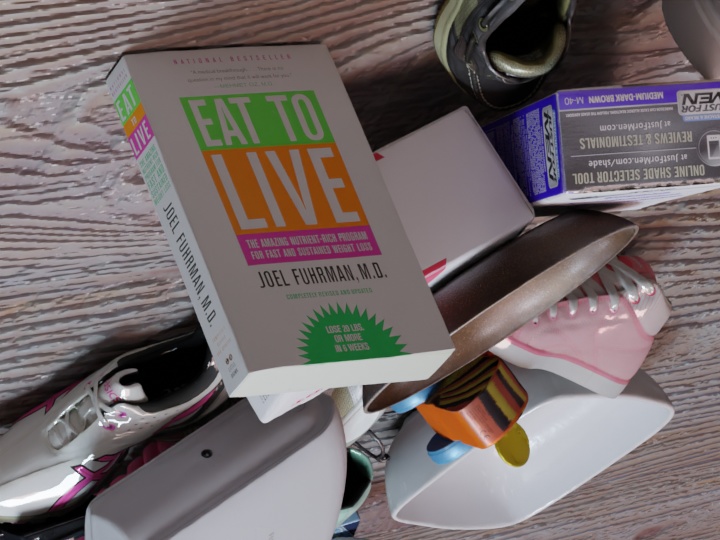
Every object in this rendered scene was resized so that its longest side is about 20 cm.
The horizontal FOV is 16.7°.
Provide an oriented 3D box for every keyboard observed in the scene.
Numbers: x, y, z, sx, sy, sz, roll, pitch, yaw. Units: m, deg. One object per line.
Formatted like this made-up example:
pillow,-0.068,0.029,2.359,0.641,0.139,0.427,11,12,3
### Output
keyboard,-0.233,0.181,1.685,0.127,0.021,0.200,-17,-179,-16

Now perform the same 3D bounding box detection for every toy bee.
toy bee,0.067,0.078,1.775,0.109,0.200,0.131,-44,125,-22

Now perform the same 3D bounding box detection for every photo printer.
photo printer,-0.090,0.171,1.646,0.200,0.069,0.167,-33,146,-32

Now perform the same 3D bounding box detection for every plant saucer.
plant saucer,0.078,0.019,1.486,0.200,0.032,0.200,-33,172,-5

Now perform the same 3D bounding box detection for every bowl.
bowl,0.126,0.123,1.929,0.200,0.075,0.200,-38,151,28

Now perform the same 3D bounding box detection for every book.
book,-0.046,-0.028,1.320,0.133,0.200,0.048,-4,150,-37

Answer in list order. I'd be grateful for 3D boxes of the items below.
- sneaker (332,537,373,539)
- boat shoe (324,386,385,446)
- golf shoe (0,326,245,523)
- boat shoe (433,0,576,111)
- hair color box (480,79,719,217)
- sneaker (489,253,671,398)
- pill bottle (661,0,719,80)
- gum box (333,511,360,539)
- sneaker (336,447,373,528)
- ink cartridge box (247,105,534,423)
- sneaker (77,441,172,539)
sneaker,-0.042,0.263,1.949,0.200,0.079,0.079,2,140,-23
boat shoe,-0.050,0.113,1.770,0.065,0.074,0.202,32,133,-17
golf shoe,-0.172,0.094,1.616,0.200,0.073,0.092,-29,152,-12
boat shoe,0.085,-0.135,1.384,0.073,0.065,0.200,-23,157,-6
hair color box,0.143,-0.070,1.458,0.109,0.065,0.200,-5,179,-12
sneaker,0.147,0.020,1.754,0.200,0.075,0.105,22,112,-44
pill bottle,0.272,-0.186,1.394,0.200,0.113,0.113,-40,151,30
gum box,-0.110,0.248,2.003,0.200,0.045,0.170,-15,154,-17
sneaker,-0.077,0.194,1.844,0.200,0.074,0.118,-35,174,-30
ink cartridge box,0.000,0.000,1.487,0.145,0.084,0.200,-28,169,-23
sneaker,-0.139,0.183,1.780,0.200,0.079,0.095,-32,129,33
